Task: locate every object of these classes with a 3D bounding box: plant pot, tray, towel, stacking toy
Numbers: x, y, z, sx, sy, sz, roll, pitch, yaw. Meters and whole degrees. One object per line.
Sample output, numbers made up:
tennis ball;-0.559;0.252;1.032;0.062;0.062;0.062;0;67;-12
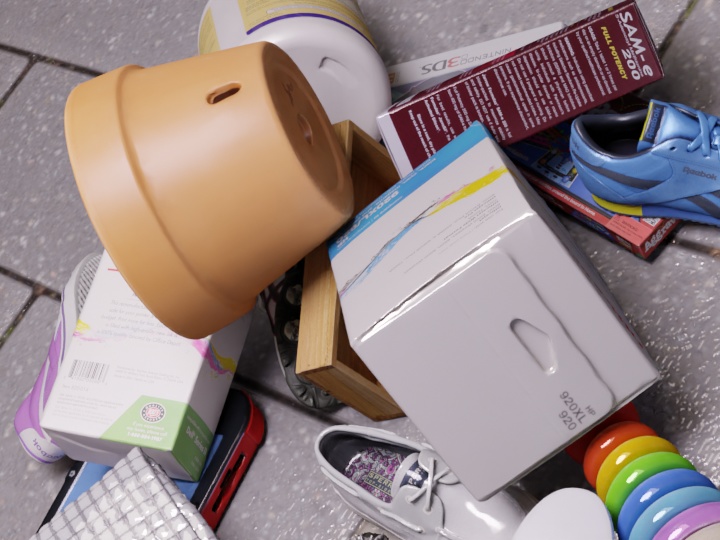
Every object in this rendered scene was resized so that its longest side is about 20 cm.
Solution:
plant pot;-0.095;-0.069;1.284;0.140;0.200;0.201;-24;45;15
tray;0.000;0.000;1.355;0.037;0.099;0.201;-14;58;33
towel;-0.153;0.249;1.282;0.165;0.086;0.200;-39;59;-6
stacking toy;0.183;0.140;1.143;0.085;0.085;0.200;-39;34;5

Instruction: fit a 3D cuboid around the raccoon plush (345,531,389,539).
raccoon plush;0.018;0.249;1.142;0.134;0.097;0.200;8;40;42

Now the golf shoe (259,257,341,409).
golf shoe;-0.042;0.022;1.425;0.088;0.077;0.201;123;144;-56

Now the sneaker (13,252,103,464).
sneaker;-0.245;0.075;1.534;0.114;0.073;0.201;-44;24;31

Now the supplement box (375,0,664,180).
supplement box;0.117;-0.129;1.324;0.199;0.061;0.109;-24;6;12

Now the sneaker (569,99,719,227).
sneaker;0.237;-0.076;1.244;0.199;0.079;0.066;5;57;28

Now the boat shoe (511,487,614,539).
boat shoe;0.113;0.233;1.105;0.068;0.057;0.201;7;70;23

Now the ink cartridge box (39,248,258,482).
ink cartridge box;-0.154;0.051;1.407;0.117;0.067;0.201;8;65;21

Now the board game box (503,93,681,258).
board game box;0.171;-0.091;1.354;0.103;0.019;0.200;-45;47;-11

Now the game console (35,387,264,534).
game console;-0.174;0.174;1.425;0.176;0.031;0.201;9;62;42

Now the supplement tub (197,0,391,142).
supplement tub;-0.059;-0.173;1.519;0.145;0.146;0.200;-35;30;10

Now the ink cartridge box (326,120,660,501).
ink cartridge box;0.081;0.023;1.212;0.144;0.147;0.200;-37;19;8

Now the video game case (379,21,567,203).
video game case;0.074;-0.100;1.458;0.182;0.023;0.201;-11;51;32

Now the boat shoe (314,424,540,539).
boat shoe;0.046;0.150;1.240;0.200;0.069;0.072;25;74;47
